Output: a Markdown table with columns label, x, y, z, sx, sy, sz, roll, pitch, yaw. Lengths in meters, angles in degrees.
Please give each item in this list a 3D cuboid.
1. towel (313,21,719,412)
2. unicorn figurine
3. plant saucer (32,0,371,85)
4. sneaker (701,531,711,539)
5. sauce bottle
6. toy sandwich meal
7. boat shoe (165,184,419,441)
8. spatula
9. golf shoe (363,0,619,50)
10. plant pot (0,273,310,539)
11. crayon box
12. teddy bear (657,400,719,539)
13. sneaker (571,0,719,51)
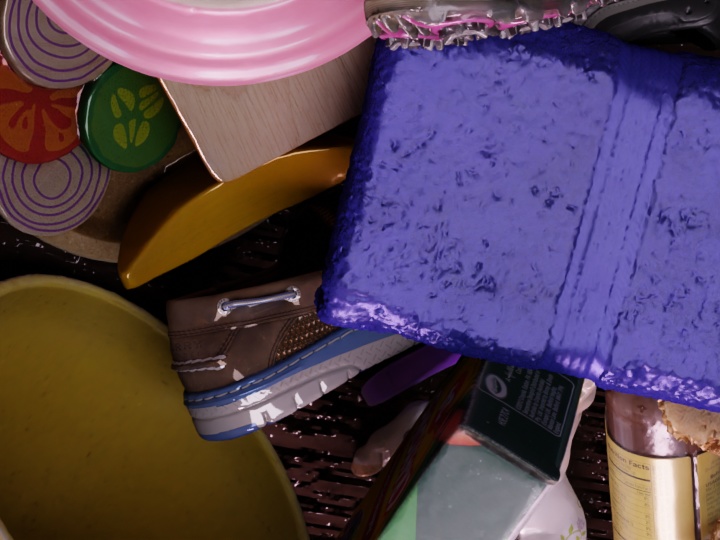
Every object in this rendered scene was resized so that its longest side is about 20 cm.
| label | x | y | z | sx | sy | sz | roll | pitch | yaw |
| --- | --- | --- | --- | --- | --- | --- | --- | --- | --- |
| towel | 0.088 | -0.029 | 1.104 | 0.199 | 0.050 | 0.149 | 12 | 99 | -12 |
| unicorn figurine | 0.071 | 0.098 | 1.265 | 0.137 | 0.074 | 0.201 | -24 | 140 | -10 |
| plant saucer | -0.054 | -0.174 | 1.021 | 0.199 | 0.051 | 0.202 | 0 | 90 | -4 |
| sneaker | 0.241 | 0.134 | 1.301 | 0.200 | 0.088 | 0.076 | -40 | 133 | -40 |
| sauce bottle | 0.153 | 0.081 | 1.289 | 0.064 | 0.065 | 0.201 | -15 | 120 | -16 |
| toy sandwich meal | -0.071 | -0.083 | 1.102 | 0.204 | 0.070 | 0.206 | -10 | 119 | -19 |
| boat shoe | 0.000 | 0.000 | 1.161 | 0.200 | 0.072 | 0.073 | -31 | 106 | -34 |
| spatula | 0.079 | -0.004 | 1.232 | 0.200 | 0.021 | 0.057 | -44 | 164 | -5 |
| golf shoe | 0.068 | -0.140 | 1.029 | 0.200 | 0.072 | 0.093 | -22 | 102 | -44 |
| plant pot | -0.139 | 0.123 | 1.125 | 0.200 | 0.201 | 0.142 | 32 | 123 | -33 |
| crayon box | 0.024 | 0.122 | 1.158 | 0.051 | 0.127 | 0.200 | 31 | 117 | -3 |
| teddy bear | 0.215 | 0.095 | 1.224 | 0.199 | 0.067 | 0.146 | 23 | 82 | -12 |
| sneaker | 0.141 | -0.142 | 1.143 | 0.200 | 0.074 | 0.087 | -44 | 88 | 0 |
